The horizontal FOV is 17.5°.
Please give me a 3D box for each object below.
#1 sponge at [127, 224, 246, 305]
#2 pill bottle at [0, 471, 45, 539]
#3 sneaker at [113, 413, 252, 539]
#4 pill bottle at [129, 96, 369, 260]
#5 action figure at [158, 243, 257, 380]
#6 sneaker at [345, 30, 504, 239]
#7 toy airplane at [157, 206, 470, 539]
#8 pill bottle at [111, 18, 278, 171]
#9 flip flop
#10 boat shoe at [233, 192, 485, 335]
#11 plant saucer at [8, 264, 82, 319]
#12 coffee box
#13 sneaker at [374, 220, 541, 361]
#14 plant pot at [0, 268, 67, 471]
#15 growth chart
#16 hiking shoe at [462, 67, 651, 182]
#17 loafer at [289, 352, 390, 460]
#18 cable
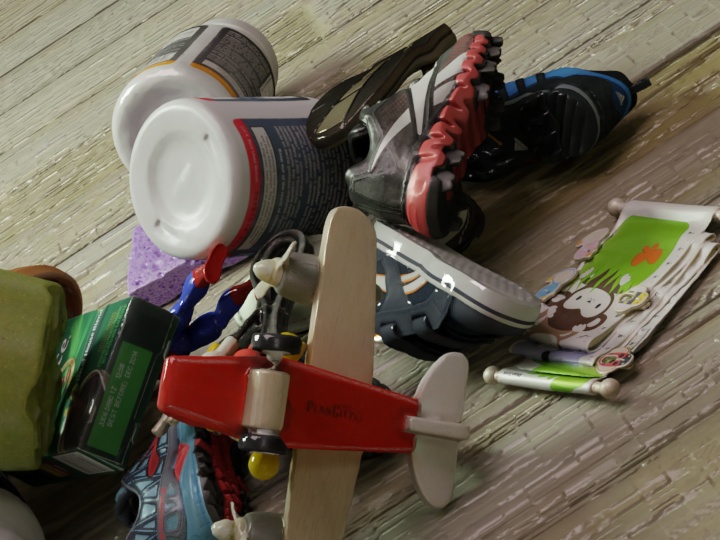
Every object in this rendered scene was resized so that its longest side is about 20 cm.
[{"bbox_3d":[-0.103,-0.044,1.958,0.199,0.030,0.112,-27,26,12],"label":"sponge"},{"bbox_3d":[-0.287,0.192,1.672,0.111,0.111,0.200,-37,27,-8],"label":"pill bottle"},{"bbox_3d":[-0.135,0.136,1.636,0.095,0.079,0.200,-30,26,11],"label":"sneaker"},{"bbox_3d":[-0.066,-0.072,1.782,0.119,0.120,0.199,-6,-1,43],"label":"pill bottle"},{"bbox_3d":[-0.138,0.067,1.744,0.200,0.065,0.099,-41,30,53],"label":"action figure"},{"bbox_3d":[0.045,-0.106,1.687,0.097,0.071,0.201,7,46,18],"label":"sneaker"},{"bbox_3d":[-0.029,0.088,1.478,0.141,0.200,0.200,-2,34,50],"label":"toy airplane"},{"bbox_3d":[-0.138,-0.150,2.054,0.116,0.117,0.200,-23,14,19],"label":"pill bottle"},{"bbox_3d":[0.026,-0.132,1.778,0.081,0.058,0.200,-23,10,30],"label":"flip flop"},{"bbox_3d":[0.000,0.000,1.739,0.200,0.061,0.072,-28,63,18],"label":"boat shoe"},{"bbox_3d":[-0.297,0.074,1.811,0.037,0.200,0.200,37,67,19],"label":"plant saucer"},{"bbox_3d":[-0.205,0.092,1.726,0.200,0.044,0.124,-15,52,64],"label":"coffee box"},{"bbox_3d":[0.055,0.027,1.600,0.200,0.078,0.080,31,100,64],"label":"sneaker"},{"bbox_3d":[-0.303,0.064,1.626,0.183,0.201,0.201,7,33,0],"label":"plant pot"},{"bbox_3d":[0.166,0.016,1.571,0.144,0.018,0.200,-2,39,48],"label":"growth chart"},{"bbox_3d":[0.126,-0.114,1.794,0.086,0.075,0.199,-26,19,-38],"label":"hiking shoe"},{"bbox_3d":[-0.051,0.089,1.620,0.070,0.069,0.200,-17,20,-30],"label":"loafer"},{"bbox_3d":[-0.072,0.035,1.610,0.097,0.050,0.201,-17,39,42],"label":"cable"}]
